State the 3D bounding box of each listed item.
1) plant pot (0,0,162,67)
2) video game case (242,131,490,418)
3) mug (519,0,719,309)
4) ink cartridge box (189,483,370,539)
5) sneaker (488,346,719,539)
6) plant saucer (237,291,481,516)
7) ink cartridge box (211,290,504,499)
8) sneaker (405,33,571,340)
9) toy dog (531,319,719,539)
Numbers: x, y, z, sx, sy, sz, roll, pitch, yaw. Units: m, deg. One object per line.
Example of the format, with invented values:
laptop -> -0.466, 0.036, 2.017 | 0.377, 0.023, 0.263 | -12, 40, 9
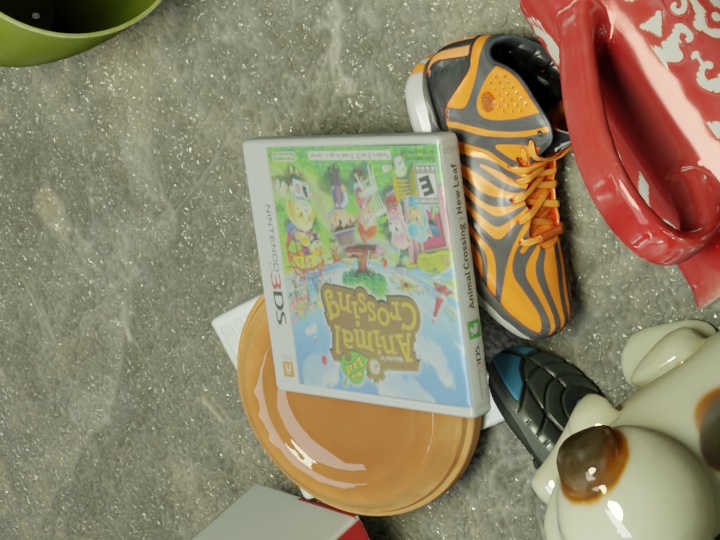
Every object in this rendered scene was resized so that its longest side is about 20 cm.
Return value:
plant pot -> -0.246, -0.228, 1.258 | 0.188, 0.187, 0.200 | 60, 153, -1
video game case -> 0.000, 0.000, 1.144 | 0.200, 0.022, 0.183 | 4, 105, 48
mug -> 0.180, -0.097, 0.924 | 0.133, 0.177, 0.200 | -35, 81, 18
ink cartridge box -> -0.031, 0.282, 1.356 | 0.144, 0.084, 0.201 | 8, 130, 52
sneaker -> 0.147, 0.141, 1.154 | 0.200, 0.073, 0.082 | 50, 139, 10
plant saucer -> -0.008, 0.090, 1.248 | 0.199, 0.037, 0.201 | 9, 110, 26
ink cartridge box -> 0.004, 0.067, 1.283 | 0.200, 0.047, 0.161 | -25, 94, 31
sneaker -> 0.106, -0.054, 1.078 | 0.112, 0.077, 0.201 | -16, 101, 48
toy dog -> 0.190, 0.123, 1.008 | 0.194, 0.200, 0.140 | -24, 96, 48
